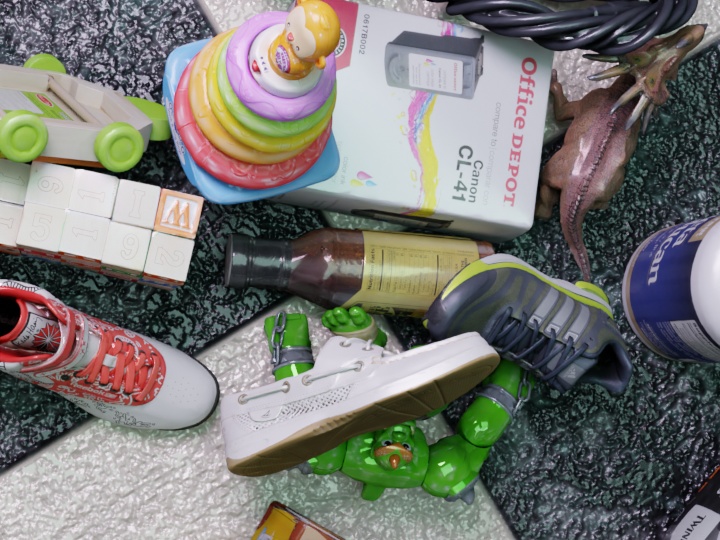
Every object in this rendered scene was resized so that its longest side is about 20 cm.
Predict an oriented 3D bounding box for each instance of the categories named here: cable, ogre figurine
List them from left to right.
[{"bbox_3d":[0.025,0.103,1.022,0.200,0.098,0.120,20,64,-25],"label":"ogre figurine"},{"bbox_3d":[0.142,-0.197,1.030,0.200,0.163,0.051,1,122,-2],"label":"cable"}]

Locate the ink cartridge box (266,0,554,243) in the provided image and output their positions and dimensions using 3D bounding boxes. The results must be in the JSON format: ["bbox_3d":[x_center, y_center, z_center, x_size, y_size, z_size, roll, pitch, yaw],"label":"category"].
[{"bbox_3d":[0.032,-0.111,1.038,0.200,0.086,0.148,9,84,-9],"label":"ink cartridge box"}]

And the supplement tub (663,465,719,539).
[{"bbox_3d":[0.315,0.196,1.059,0.123,0.123,0.200,44,79,-6],"label":"supplement tub"}]

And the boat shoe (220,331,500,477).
[{"bbox_3d":[-0.007,0.074,0.944,0.200,0.071,0.069,-21,66,8],"label":"boat shoe"}]

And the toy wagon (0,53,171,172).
[{"bbox_3d":[-0.204,-0.108,0.956,0.200,0.155,0.040,4,113,-37],"label":"toy wagon"}]

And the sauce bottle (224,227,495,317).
[{"bbox_3d":[0.000,0.000,1.036,0.200,0.066,0.066,5,85,-9],"label":"sauce bottle"}]

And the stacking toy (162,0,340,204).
[{"bbox_3d":[-0.052,-0.120,0.872,0.110,0.200,0.116,-14,85,-19],"label":"stacking toy"}]

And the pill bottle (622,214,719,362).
[{"bbox_3d":[0.279,0.012,1.023,0.111,0.200,0.111,1,86,-12],"label":"pill bottle"}]

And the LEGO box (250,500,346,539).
[{"bbox_3d":[-0.067,0.270,0.959,0.077,0.149,0.200,31,81,-9],"label":"LEGO box"}]

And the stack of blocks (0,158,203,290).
[{"bbox_3d":[-0.216,-0.039,0.965,0.200,0.115,0.059,13,84,-10],"label":"stack of blocks"}]

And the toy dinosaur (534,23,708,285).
[{"bbox_3d":[0.179,-0.095,1.042,0.086,0.136,0.200,17,84,-10],"label":"toy dinosaur"}]

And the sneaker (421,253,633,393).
[{"bbox_3d":[0.129,0.044,1.006,0.200,0.081,0.074,8,126,-40],"label":"sneaker"}]

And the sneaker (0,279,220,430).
[{"bbox_3d":[-0.190,0.063,0.967,0.201,0.108,0.067,24,82,-10],"label":"sneaker"}]
